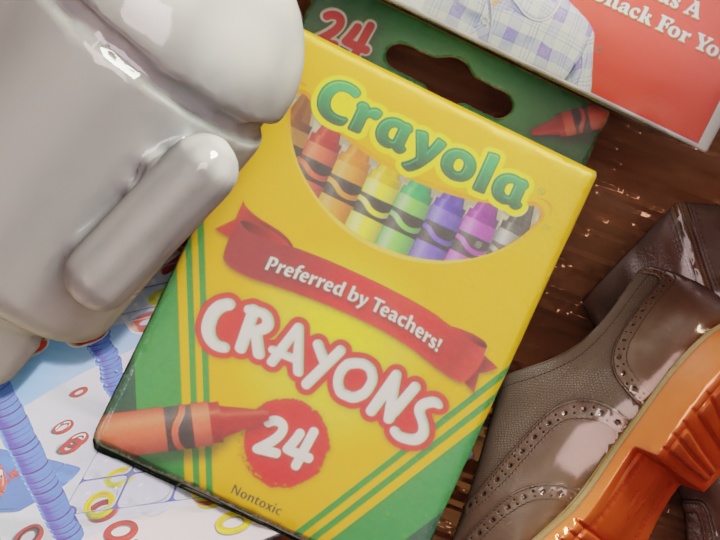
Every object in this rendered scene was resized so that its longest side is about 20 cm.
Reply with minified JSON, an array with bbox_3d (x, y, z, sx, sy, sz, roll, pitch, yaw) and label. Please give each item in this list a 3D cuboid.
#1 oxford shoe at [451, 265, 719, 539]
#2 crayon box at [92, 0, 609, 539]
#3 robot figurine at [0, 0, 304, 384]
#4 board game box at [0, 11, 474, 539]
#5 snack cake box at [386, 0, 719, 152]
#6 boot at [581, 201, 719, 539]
[{"bbox_3d":[0.068,0.085,1.000,0.200,0.071,0.073,-45,57,-5],"label":"oxford shoe"},{"bbox_3d":[0.000,0.000,0.985,0.127,0.051,0.200,25,82,-3],"label":"crayon box"},{"bbox_3d":[-0.098,-0.056,0.934,0.113,0.170,0.200,28,107,-44],"label":"robot figurine"},{"bbox_3d":[-0.085,0.017,1.028,0.200,0.056,0.196,-22,88,-8],"label":"board game box"},{"bbox_3d":[0.062,-0.139,0.998,0.200,0.067,0.115,26,96,-4],"label":"snack cake box"},{"bbox_3d":[0.116,0.083,1.044,0.186,0.064,0.200,-19,84,-8],"label":"boot"}]
